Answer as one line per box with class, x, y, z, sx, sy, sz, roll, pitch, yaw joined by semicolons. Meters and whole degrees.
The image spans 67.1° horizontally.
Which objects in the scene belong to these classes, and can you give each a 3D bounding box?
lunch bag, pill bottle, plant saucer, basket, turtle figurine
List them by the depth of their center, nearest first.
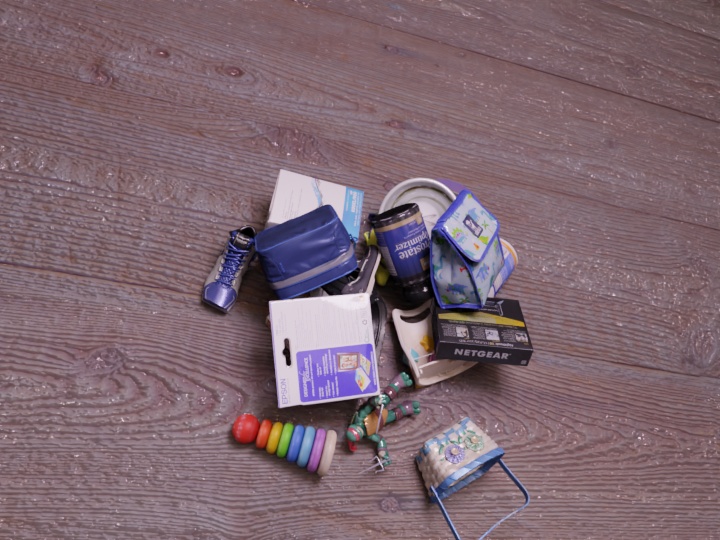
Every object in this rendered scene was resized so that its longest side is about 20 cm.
basket;0.211;0.412;1.072;0.175;0.140;0.201;-22;62;-27
lunch bag;-0.099;-0.033;1.083;0.198;0.136;0.133;-22;114;-1
turtle figurine;0.036;0.298;1.090;0.100;0.151;0.199;16;34;38
lunch bag;0.220;-0.047;1.149;0.170;0.126;0.202;-50;125;-44
pill bottle;0.106;-0.036;1.191;0.111;0.111;0.202;-29;105;-28
plant saucer;0.139;-0.113;1.272;0.197;0.050;0.203;0;92;3
pill bottle;0.289;0.018;1.318;0.112;0.112;0.200;41;60;6

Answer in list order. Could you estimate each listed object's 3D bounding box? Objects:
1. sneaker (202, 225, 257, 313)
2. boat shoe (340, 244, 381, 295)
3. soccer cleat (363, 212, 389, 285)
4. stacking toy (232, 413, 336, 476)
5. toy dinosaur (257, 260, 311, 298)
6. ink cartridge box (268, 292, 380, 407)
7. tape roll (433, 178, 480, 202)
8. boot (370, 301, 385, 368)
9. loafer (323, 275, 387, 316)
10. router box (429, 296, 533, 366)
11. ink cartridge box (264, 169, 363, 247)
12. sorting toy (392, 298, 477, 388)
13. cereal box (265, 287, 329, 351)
sneaker;-0.272;-0.023;1.154;0.080;0.115;0.201;23;59;-4
boat shoe;0.000;0.000;1.177;0.062;0.073;0.201;22;38;-6
soccer cleat;0.042;-0.053;1.301;0.083;0.065;0.202;15;55;-16
stacking toy;-0.150;0.326;1.040;0.198;0.086;0.086;16;60;-4
toy dinosaur;-0.140;0.022;1.185;0.199;0.060;0.107;33;89;31
ink cartridge box;-0.070;0.148;1.038;0.198;0.043;0.201;-4;81;-16
tape roll;0.213;-0.126;1.384;0.198;0.085;0.202;7;63;-14
boot;-0.036;0.145;1.118;0.156;0.080;0.213;16;62;-8
loafer;-0.023;0.050;1.229;0.200;0.070;0.068;40;34;-13
router box;0.255;0.123;1.170;0.197;0.053;0.158;6;38;-2
ink cartridge box;-0.111;-0.109;1.232;0.198;0.147;0.146;13;60;-12
sorting toy;0.157;0.150;1.220;0.198;0.107;0.181;-13;61;-25
cereal box;-0.089;0.136;1.175;0.200;0.040;0.144;46;61;8
